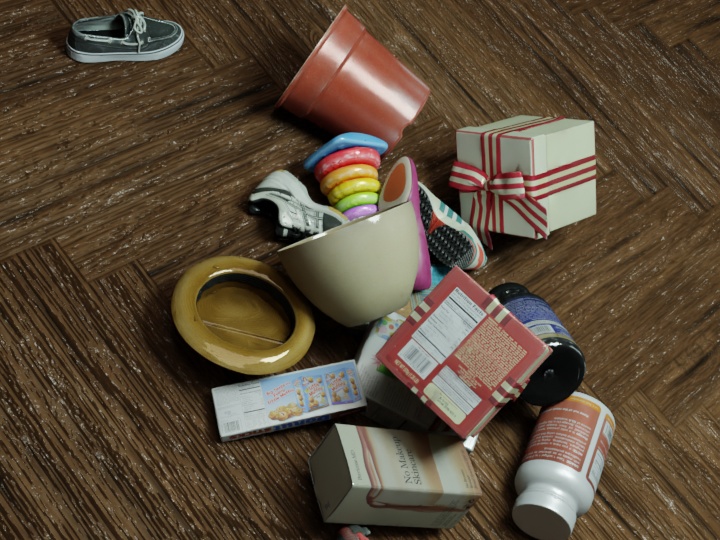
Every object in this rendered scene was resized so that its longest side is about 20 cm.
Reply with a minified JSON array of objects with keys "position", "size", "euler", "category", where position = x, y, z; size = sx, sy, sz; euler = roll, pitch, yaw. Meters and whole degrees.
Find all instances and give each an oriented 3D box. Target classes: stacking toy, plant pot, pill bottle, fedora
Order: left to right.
[{"position":[-0.166,0.074,1.469],"size":[0.200,0.082,0.201],"euler":[10,53,-14],"category":"fedora"},{"position":[-0.005,-0.293,1.740],"size":[0.195,0.201,0.201],"euler":[35,50,-8],"category":"plant pot"},{"position":[-0.004,-0.103,1.664],"size":[0.116,0.110,0.200],"euler":[1,66,-42],"category":"stacking toy"},{"position":[0.000,0.000,1.480],"size":[0.200,0.200,0.135],"euler":[-23,94,-35],"category":"plant pot"},{"position":[0.247,0.101,1.580],"size":[0.112,0.112,0.200],"euler":[10,26,-18],"category":"pill bottle"},{"position":[0.284,0.278,1.510],"size":[0.112,0.112,0.200],"euler":[32,50,-1],"category":"pill bottle"}]

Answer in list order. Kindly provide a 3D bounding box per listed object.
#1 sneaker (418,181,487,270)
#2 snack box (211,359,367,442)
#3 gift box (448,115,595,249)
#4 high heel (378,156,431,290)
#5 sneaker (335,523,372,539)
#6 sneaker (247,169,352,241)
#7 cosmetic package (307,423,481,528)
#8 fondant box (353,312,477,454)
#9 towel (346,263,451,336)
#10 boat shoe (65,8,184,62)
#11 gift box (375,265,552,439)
[{"position":[0.129,-0.069,1.725],"size":[0.200,0.070,0.093],"euler":[48,16,30],"category":"sneaker"},{"position":[-0.095,0.174,1.431],"size":[0.199,0.024,0.072],"euler":[-11,60,-10],"category":"snack box"},{"position":[0.268,-0.140,1.725],"size":[0.186,0.184,0.201],"euler":[-18,106,-38],"category":"gift box"},{"position":[0.078,-0.071,1.642],"size":[0.096,0.067,0.201],"euler":[21,73,-42],"category":"high heel"},{"position":[-0.019,0.404,1.311],"size":[0.098,0.071,0.201],"euler":[0,50,-12],"category":"sneaker"},{"position":[-0.086,-0.065,1.615],"size":[0.200,0.076,0.088],"euler":[37,56,18],"category":"sneaker"},{"position":[0.045,0.270,1.394],"size":[0.200,0.087,0.104],"euler":[9,42,-30],"category":"cosmetic package"},{"position":[0.085,0.162,1.527],"size":[0.200,0.058,0.144],"euler":[28,58,-5],"category":"fondant box"},{"position":[0.068,0.044,1.636],"size":[0.200,0.022,0.147],"euler":[7,54,-20],"category":"towel"},{"position":[-0.371,-0.383,1.706],"size":[0.199,0.068,0.074],"euler":[-9,62,-29],"category":"boat shoe"},{"position":[0.126,0.115,1.414],"size":[0.200,0.187,0.185],"euler":[-44,78,5],"category":"gift box"}]
